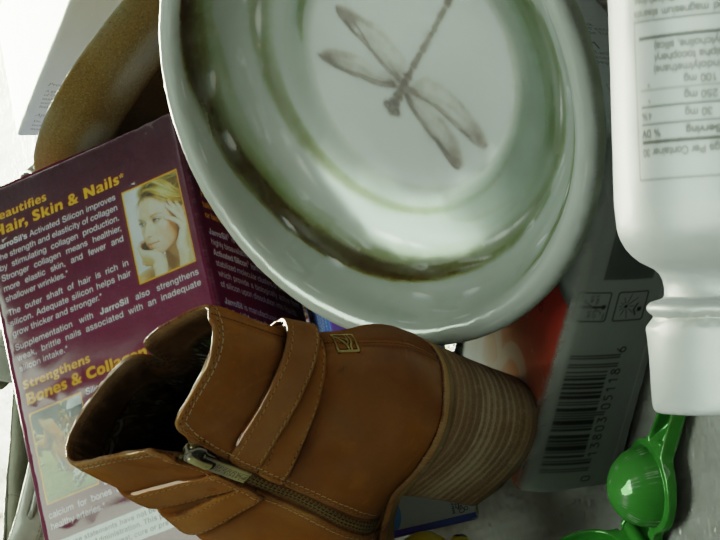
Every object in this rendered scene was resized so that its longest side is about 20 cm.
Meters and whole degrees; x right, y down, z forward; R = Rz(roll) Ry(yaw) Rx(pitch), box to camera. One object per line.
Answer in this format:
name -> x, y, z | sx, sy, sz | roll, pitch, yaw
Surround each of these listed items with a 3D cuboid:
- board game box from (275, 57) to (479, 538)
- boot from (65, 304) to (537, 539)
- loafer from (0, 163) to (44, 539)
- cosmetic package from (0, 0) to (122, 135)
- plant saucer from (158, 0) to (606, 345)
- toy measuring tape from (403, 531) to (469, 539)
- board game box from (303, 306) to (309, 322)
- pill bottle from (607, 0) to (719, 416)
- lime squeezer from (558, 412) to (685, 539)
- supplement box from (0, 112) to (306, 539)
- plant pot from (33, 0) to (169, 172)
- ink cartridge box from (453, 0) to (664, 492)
board game box -> 0.000, 0.000, 1.207 | 0.134, 0.045, 0.201 | -128, 26, -80
boot -> -0.045, 0.093, 1.080 | 0.200, 0.155, 0.077 | -46, 46, 33
loafer -> -0.153, 0.044, 1.397 | 0.070, 0.070, 0.201 | 146, 119, -65
cosmetic package -> -0.115, -0.155, 1.499 | 0.200, 0.107, 0.085 | 123, 140, -53
plant saucer -> 0.015, -0.073, 1.070 | 0.200, 0.050, 0.201 | 17, 120, 32
toy measuring tape -> 0.079, 0.184, 1.127 | 0.200, 0.073, 0.074 | 57, 150, 13
board game box -> -0.068, 0.097, 1.418 | 0.200, 0.097, 0.160 | -152, 62, -66
pill bottle -> 0.132, -0.058, 0.873 | 0.113, 0.113, 0.201 | 179, 89, -68
lime squeezer -> 0.086, 0.087, 1.079 | 0.200, 0.071, 0.038 | -51, 19, 17
supplement box -> -0.084, 0.047, 1.250 | 0.110, 0.086, 0.201 | -22, 69, 23
plant pot -> -0.067, -0.103, 1.312 | 0.027, 0.200, 0.200 | 44, 144, 11
ink cartridge box -> 0.061, -0.035, 1.144 | 0.200, 0.050, 0.163 | -125, 39, -49
